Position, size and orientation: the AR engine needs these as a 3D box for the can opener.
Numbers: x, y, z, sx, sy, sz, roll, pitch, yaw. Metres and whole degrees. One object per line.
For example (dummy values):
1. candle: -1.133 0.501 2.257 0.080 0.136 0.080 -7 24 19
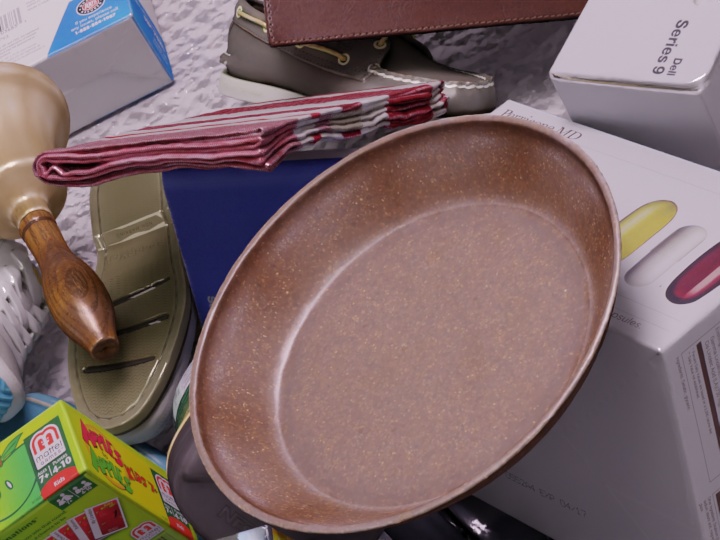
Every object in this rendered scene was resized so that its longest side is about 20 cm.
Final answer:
1. can opener: 0.070 0.161 1.000 0.079 0.063 0.200 -46 46 5

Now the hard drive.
1. hard drive: 0.000 0.000 1.131 0.199 0.132 0.025 -1 25 28

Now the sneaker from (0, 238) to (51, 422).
1. sneaker: -0.217 0.024 1.238 0.081 0.077 0.200 -28 27 -7

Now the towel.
1. towel: -0.057 -0.073 1.139 0.144 0.023 0.200 -3 10 31

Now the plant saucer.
1. plant saucer: 0.022 0.026 0.879 0.200 0.037 0.201 -20 47 23

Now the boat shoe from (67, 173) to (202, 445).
1. boat shoe: -0.116 0.022 1.215 0.075 0.068 0.200 -14 46 17

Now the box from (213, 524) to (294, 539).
1. box: -0.008 0.194 0.896 0.038 0.200 0.137 -17 67 14

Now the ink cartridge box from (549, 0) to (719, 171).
1. ink cartridge box: 0.184 -0.081 1.045 0.084 0.200 0.146 9 58 35

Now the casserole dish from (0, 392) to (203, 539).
1. casserole dish: -0.165 0.130 1.174 0.200 0.039 0.121 23 66 41

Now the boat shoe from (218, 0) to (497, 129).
1. boat shoe: -0.003 -0.120 1.264 0.201 0.072 0.061 14 104 38

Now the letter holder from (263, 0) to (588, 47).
1. letter holder: 0.039 -0.216 1.223 0.199 0.143 0.101 -5 23 -2

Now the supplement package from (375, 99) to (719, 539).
1. supplement package: 0.112 0.035 0.966 0.111 0.156 0.200 -36 37 -27

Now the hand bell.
1. hand bell: -0.177 -0.020 1.191 0.104 0.104 0.200 -34 47 -2

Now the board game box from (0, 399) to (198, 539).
1. board game box: -0.192 0.155 1.074 0.200 0.102 0.048 -35 50 10

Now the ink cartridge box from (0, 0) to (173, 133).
1. ink cartridge box: -0.204 -0.183 1.438 0.116 0.067 0.200 -25 45 7

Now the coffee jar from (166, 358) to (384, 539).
1. coffee jar: -0.038 0.085 1.030 0.085 0.104 0.200 -52 8 3
